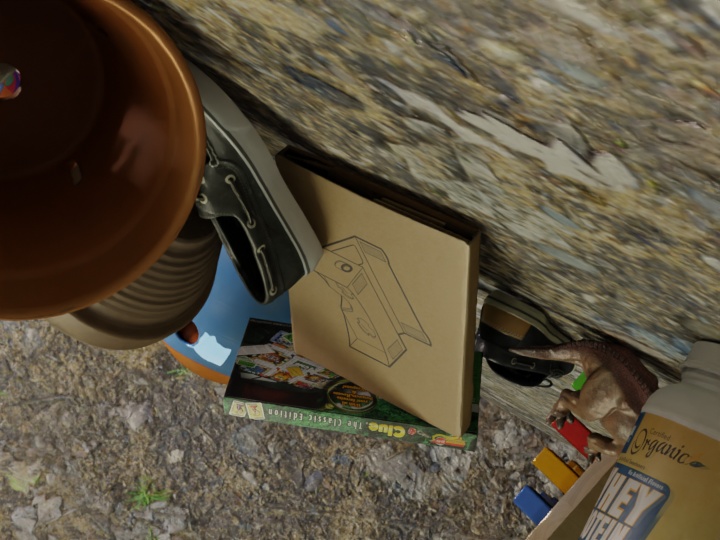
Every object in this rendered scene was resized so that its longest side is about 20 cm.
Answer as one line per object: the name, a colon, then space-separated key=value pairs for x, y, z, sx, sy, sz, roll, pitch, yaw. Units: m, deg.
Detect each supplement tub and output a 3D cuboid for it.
supplement tub: x=0.221 y=0.161 z=0.758 sx=0.144 sy=0.201 sz=0.145 roll=27 pitch=175 yaw=3

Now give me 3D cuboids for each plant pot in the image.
plant pot: x=-0.203 y=-0.091 z=0.711 sx=0.199 sy=0.201 sz=0.140 roll=31 pitch=-170 yaw=-33
plant pot: x=-0.160 y=-0.052 z=0.868 sx=0.092 sy=0.202 sz=0.200 roll=-22 pitch=141 yaw=36

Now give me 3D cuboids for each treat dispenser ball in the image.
treat dispenser ball: x=-0.133 y=0.025 z=1.343 sx=0.200 sy=0.202 sz=0.201 roll=28 pitch=175 yaw=3

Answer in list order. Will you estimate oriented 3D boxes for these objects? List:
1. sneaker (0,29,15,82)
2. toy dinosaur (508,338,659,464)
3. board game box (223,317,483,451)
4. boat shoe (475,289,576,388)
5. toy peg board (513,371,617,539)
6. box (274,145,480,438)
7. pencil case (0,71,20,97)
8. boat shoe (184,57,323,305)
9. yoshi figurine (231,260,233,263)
sneaker: x=-0.266 y=-0.166 z=0.845 sx=0.074 sy=0.080 sz=0.200 roll=28 pitch=177 yaw=-20
toy dinosaur: x=0.218 y=0.107 z=0.970 sx=0.200 sy=0.086 sz=0.136 roll=45 pitch=164 yaw=-1
board game box: x=-0.002 y=0.089 z=0.975 sx=0.198 sy=0.024 sz=0.105 roll=9 pitch=-147 yaw=4
boat shoe: x=0.145 y=0.072 z=1.091 sx=0.074 sy=0.063 sz=0.200 roll=24 pitch=175 yaw=25
toy peg board: x=0.244 y=0.212 z=1.303 sx=0.098 sy=0.199 sz=0.200 roll=43 pitch=-176 yaw=32
box: x=0.012 y=0.019 z=0.886 sx=0.163 sy=0.021 sz=0.201 roll=25 pitch=140 yaw=26
pencil case: x=-0.395 y=-0.194 z=1.289 sx=0.088 sy=0.089 sz=0.200 roll=28 pitch=173 yaw=0
boat shoe: x=-0.090 y=-0.056 z=0.813 sx=0.068 sy=0.057 sz=0.201 roll=20 pitch=151 yaw=47
yoshi figurine: x=0.000 y=0.005 z=0.974 sx=0.199 sy=0.113 sz=0.112 roll=26 pitch=169 yaw=-6
